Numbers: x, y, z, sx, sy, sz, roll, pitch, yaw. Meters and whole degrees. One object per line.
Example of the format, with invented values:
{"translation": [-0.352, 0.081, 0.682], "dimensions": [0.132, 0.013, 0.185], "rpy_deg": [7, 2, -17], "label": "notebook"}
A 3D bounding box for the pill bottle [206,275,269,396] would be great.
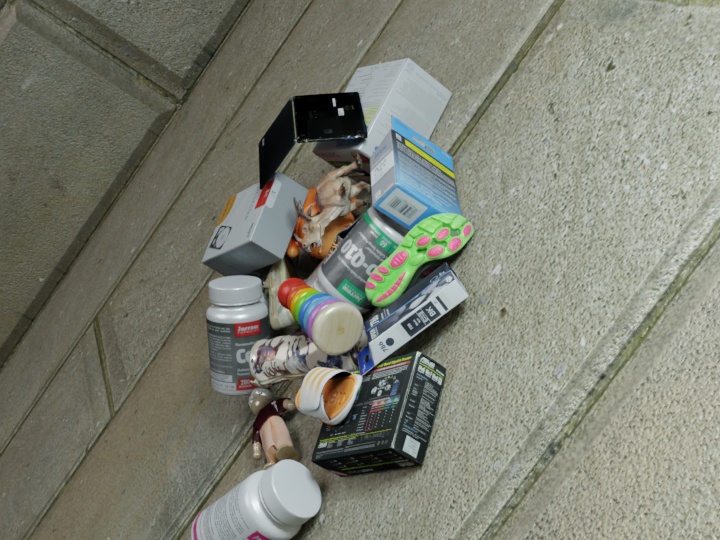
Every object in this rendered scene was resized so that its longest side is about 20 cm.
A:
{"translation": [-0.223, 0.117, 1.762], "dimensions": [0.114, 0.114, 0.200], "rpy_deg": [-152, 57, -64], "label": "pill bottle"}

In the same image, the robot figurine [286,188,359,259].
{"translation": [-0.078, -0.087, 1.843], "dimensions": [0.200, 0.144, 0.117], "rpy_deg": [-138, 50, -63], "label": "robot figurine"}

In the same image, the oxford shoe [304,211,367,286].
{"translation": [-0.041, -0.025, 1.699], "dimensions": [0.200, 0.073, 0.071], "rpy_deg": [-46, 48, -8], "label": "oxford shoe"}

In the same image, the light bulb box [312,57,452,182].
{"translation": [0.039, -0.281, 1.845], "dimensions": [0.198, 0.125, 0.200], "rpy_deg": [10, 70, 61], "label": "light bulb box"}

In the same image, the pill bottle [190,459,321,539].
{"translation": [-0.159, 0.376, 1.472], "dimensions": [0.200, 0.113, 0.113], "rpy_deg": [-41, 31, 30], "label": "pill bottle"}

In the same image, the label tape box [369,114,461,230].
{"translation": [0.090, -0.147, 1.591], "dimensions": [0.063, 0.144, 0.200], "rpy_deg": [-44, 29, 29], "label": "label tape box"}

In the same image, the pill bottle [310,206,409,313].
{"translation": [0.000, 0.000, 1.616], "dimensions": [0.200, 0.113, 0.113], "rpy_deg": [-50, 27, 15], "label": "pill bottle"}

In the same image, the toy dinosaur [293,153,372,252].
{"translation": [-0.055, -0.135, 1.739], "dimensions": [0.135, 0.086, 0.200], "rpy_deg": [-18, 31, 26], "label": "toy dinosaur"}

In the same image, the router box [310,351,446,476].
{"translation": [0.025, 0.211, 1.397], "dimensions": [0.200, 0.062, 0.150], "rpy_deg": [-22, 43, 50], "label": "router box"}

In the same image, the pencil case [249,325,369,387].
{"translation": [-0.083, 0.141, 1.566], "dimensions": [0.200, 0.078, 0.089], "rpy_deg": [-11, 43, 23], "label": "pencil case"}

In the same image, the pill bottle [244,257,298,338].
{"translation": [-0.197, 0.039, 1.908], "dimensions": [0.114, 0.114, 0.200], "rpy_deg": [-28, 38, 44], "label": "pill bottle"}

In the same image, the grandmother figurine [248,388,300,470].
{"translation": [-0.153, 0.265, 1.648], "dimensions": [0.121, 0.061, 0.200], "rpy_deg": [-44, 30, 6], "label": "grandmother figurine"}

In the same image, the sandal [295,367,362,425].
{"translation": [-0.068, 0.184, 1.447], "dimensions": [0.207, 0.059, 0.079], "rpy_deg": [-14, 48, 62], "label": "sandal"}

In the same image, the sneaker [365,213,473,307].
{"translation": [0.090, -0.018, 1.517], "dimensions": [0.200, 0.077, 0.084], "rpy_deg": [-38, -11, 2], "label": "sneaker"}

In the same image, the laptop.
{"translation": [-0.093, -0.243, 1.787], "dimensions": [0.177, 0.200, 0.103], "rpy_deg": [-100, 6, -52], "label": "laptop"}

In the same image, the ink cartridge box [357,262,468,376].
{"translation": [0.065, 0.071, 1.435], "dimensions": [0.200, 0.039, 0.099], "rpy_deg": [-38, 15, 6], "label": "ink cartridge box"}

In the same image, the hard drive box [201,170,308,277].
{"translation": [-0.201, -0.082, 1.834], "dimensions": [0.200, 0.077, 0.156], "rpy_deg": [-19, 46, 52], "label": "hard drive box"}

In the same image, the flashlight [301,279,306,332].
{"translation": [-0.075, 0.099, 1.695], "dimensions": [0.068, 0.068, 0.200], "rpy_deg": [-8, 40, -2], "label": "flashlight"}

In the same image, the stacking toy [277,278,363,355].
{"translation": [-0.076, 0.059, 1.529], "dimensions": [0.085, 0.085, 0.200], "rpy_deg": [-56, 35, 1], "label": "stacking toy"}

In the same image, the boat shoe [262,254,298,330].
{"translation": [-0.154, 0.028, 1.818], "dimensions": [0.065, 0.072, 0.200], "rpy_deg": [-22, 49, 9], "label": "boat shoe"}
